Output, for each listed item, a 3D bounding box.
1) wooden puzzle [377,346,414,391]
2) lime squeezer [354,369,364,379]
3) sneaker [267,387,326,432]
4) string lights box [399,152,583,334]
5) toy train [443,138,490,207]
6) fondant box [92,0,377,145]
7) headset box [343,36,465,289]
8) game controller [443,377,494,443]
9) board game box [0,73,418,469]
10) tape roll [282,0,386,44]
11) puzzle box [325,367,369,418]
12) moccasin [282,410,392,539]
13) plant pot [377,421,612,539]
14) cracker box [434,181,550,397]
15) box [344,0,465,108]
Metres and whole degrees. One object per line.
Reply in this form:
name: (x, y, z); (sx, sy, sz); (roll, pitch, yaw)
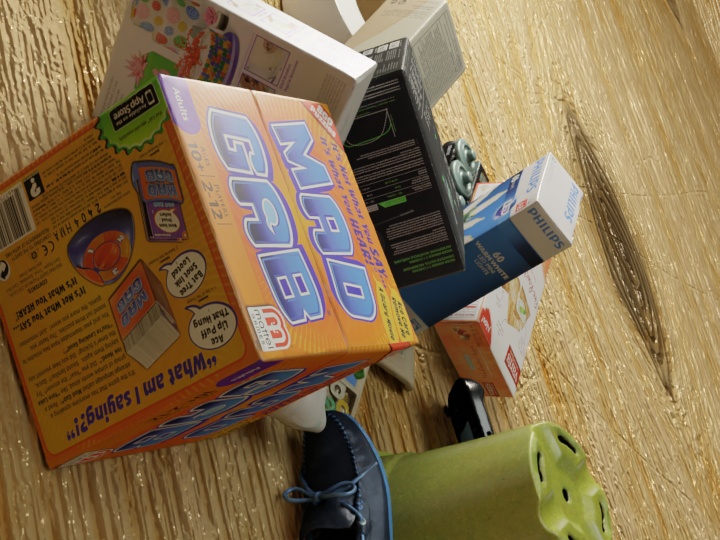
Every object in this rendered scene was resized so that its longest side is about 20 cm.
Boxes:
wooden puzzle: (0.000, 0.000, 1.298); (0.200, 0.037, 0.185); (42, 34, -33)
lime squeezer: (-0.012, 0.002, 1.153); (0.038, 0.071, 0.201); (-6, 77, -14)
sneaker: (-0.047, 0.041, 1.099); (0.088, 0.075, 0.201); (38, 50, -46)
string lights box: (0.116, -0.023, 1.260); (0.059, 0.200, 0.103); (48, 31, -15)
toy train: (0.103, -0.068, 1.484); (0.114, 0.085, 0.200); (59, 27, -26)
fondant box: (-0.105, -0.147, 1.057); (0.200, 0.145, 0.058); (29, 30, 5)
headset box: (0.029, -0.092, 1.175); (0.174, 0.092, 0.201); (-80, 152, -70)
game controller: (0.127, 0.207, 1.285); (0.104, 0.042, 0.201); (77, -4, -71)
board game box: (-0.119, 0.004, 0.930); (0.200, 0.200, 0.200); (-1, 67, -58)
tape roll: (-0.001, -0.277, 1.497); (0.202, 0.071, 0.203); (39, 36, -36)
puzzle box: (-0.038, 0.038, 1.174); (0.133, 0.025, 0.200); (41, 44, -26)
moccasin: (-0.013, 0.208, 1.056); (0.068, 0.080, 0.201); (12, 55, -49)
plant pot: (0.110, 0.225, 1.132); (0.200, 0.184, 0.201); (38, 37, -37)
cracker box: (0.147, 0.020, 1.413); (0.134, 0.058, 0.200); (61, 39, -43)
box: (0.020, -0.192, 1.346); (0.200, 0.078, 0.095); (-49, 136, -33)
